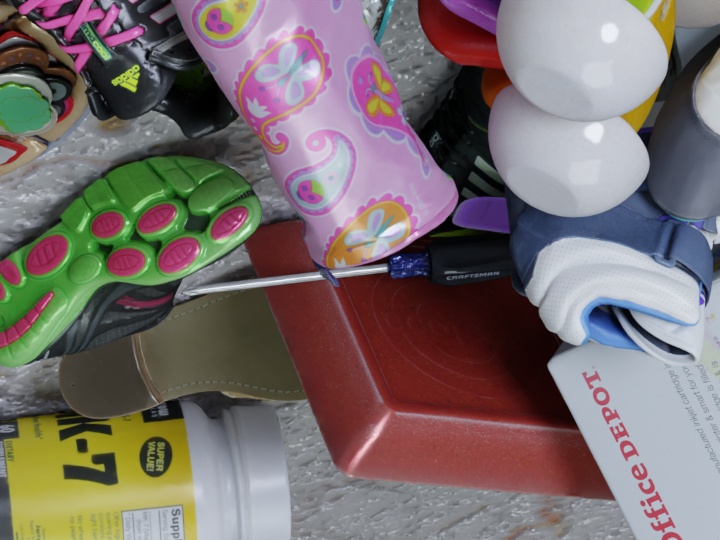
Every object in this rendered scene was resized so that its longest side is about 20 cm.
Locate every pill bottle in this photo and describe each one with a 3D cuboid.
[{"bbox_3d":[-0.149,0.143,1.835,0.200,0.114,0.114,-6,151,-9],"label":"pill bottle"}]

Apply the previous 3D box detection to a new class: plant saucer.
[{"bbox_3d":[0.051,0.042,1.652,0.199,0.200,0.037,8,128,-29],"label":"plant saucer"}]

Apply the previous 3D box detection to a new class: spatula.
[{"bbox_3d":[0.152,-0.038,1.580,0.200,0.021,0.057,-7,164,-9],"label":"spatula"}]

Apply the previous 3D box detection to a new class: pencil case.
[{"bbox_3d":[-0.029,-0.095,1.388,0.087,0.087,0.200,-20,118,17],"label":"pencil case"}]

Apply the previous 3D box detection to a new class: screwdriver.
[{"bbox_3d":[0.000,0.000,1.609,0.200,0.028,0.029,-6,173,-16],"label":"screwdriver"}]

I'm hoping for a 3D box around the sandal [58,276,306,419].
[{"bbox_3d":[-0.076,0.044,1.756,0.211,0.078,0.070,-11,-176,15],"label":"sandal"}]

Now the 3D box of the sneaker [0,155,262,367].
[{"bbox_3d":[-0.132,-0.008,1.631,0.200,0.077,0.084,-26,166,32],"label":"sneaker"}]

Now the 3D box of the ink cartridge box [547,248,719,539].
[{"bbox_3d":[0.230,0.058,1.586,0.200,0.145,0.145,-25,-176,18],"label":"ink cartridge box"}]

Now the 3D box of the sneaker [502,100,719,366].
[{"bbox_3d":[0.174,-0.014,1.496,0.200,0.147,0.081,-4,151,-18],"label":"sneaker"}]

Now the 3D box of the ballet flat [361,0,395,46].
[{"bbox_3d":[-0.025,-0.106,1.491,0.072,0.072,0.200,-3,144,-14],"label":"ballet flat"}]

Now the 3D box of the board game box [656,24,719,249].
[{"bbox_3d":[0.239,-0.090,1.601,0.147,0.064,0.200,-8,150,-2],"label":"board game box"}]

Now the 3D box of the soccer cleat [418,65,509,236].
[{"bbox_3d":[0.063,-0.067,1.581,0.081,0.068,0.200,-10,154,0],"label":"soccer cleat"}]

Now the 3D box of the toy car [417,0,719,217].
[{"bbox_3d":[0.097,-0.141,1.395,0.150,0.175,0.200,25,154,13],"label":"toy car"}]

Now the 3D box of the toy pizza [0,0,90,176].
[{"bbox_3d":[-0.231,-0.085,1.482,0.200,0.032,0.200,-8,151,-5],"label":"toy pizza"}]

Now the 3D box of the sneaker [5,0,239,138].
[{"bbox_3d":[-0.121,-0.121,1.396,0.074,0.088,0.200,-28,147,29],"label":"sneaker"}]

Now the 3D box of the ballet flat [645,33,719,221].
[{"bbox_3d":[0.211,-0.112,1.458,0.200,0.073,0.073,-49,160,-21],"label":"ballet flat"}]
